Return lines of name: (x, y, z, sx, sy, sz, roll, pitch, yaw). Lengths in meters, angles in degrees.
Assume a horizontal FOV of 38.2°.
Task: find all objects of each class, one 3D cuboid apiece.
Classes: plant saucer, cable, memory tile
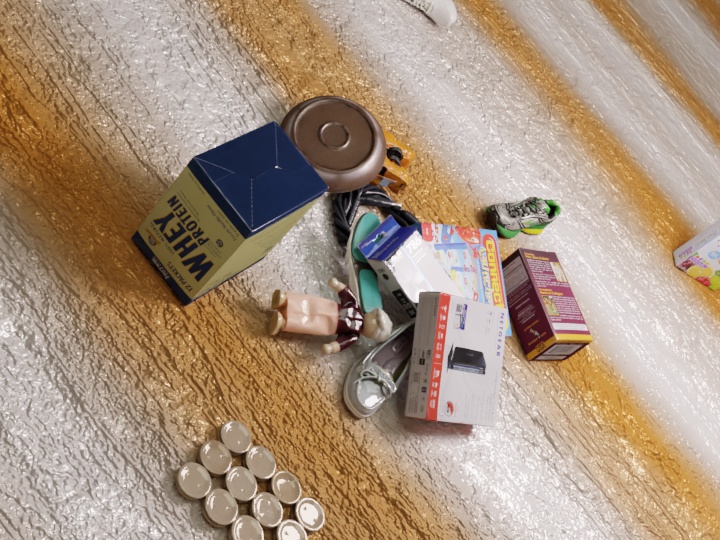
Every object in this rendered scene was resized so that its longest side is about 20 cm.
plant saucer: (-0.048, -0.233, 1.851, 0.197, 0.032, 0.203, 4, 65, -9)
cable: (0.024, -0.086, 1.852, 0.164, 0.051, 0.199, 53, 40, 6)
memory tile: (-0.146, 0.307, 1.403, 0.200, 0.017, 0.153, 46, 39, -1)

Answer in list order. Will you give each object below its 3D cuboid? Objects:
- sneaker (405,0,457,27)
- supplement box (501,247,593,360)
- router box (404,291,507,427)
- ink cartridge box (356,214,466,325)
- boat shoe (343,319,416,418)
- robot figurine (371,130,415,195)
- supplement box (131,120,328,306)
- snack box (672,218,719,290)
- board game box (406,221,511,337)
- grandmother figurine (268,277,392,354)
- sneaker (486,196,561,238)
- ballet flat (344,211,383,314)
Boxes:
sneaker: (0.139, -0.629, 2.397, 0.200, 0.071, 0.080, 47, 48, 9)
supplement box: (0.347, 0.065, 1.994, 0.109, 0.086, 0.202, 5, 56, -39)
router box: (0.159, 0.146, 1.696, 0.178, 0.049, 0.203, 13, 81, -44)
ink cartridge box: (0.089, 0.008, 1.727, 0.201, 0.039, 0.099, 52, 57, -9)
boat shoe: (0.040, 0.151, 1.654, 0.074, 0.065, 0.202, 45, 48, -2)
robot figurine: (0.005, -0.226, 1.934, 0.198, 0.058, 0.146, 28, 43, -13)
supplement box: (-0.192, -0.085, 1.536, 0.135, 0.200, 0.200, 50, 39, 4)
snack box: (0.865, -0.048, 2.469, 0.141, 0.200, 0.053, 27, 44, -23)
board game box: (0.171, 0.023, 1.848, 0.194, 0.056, 0.203, 3, 74, -40)
grandmother figurine: (-0.041, 0.073, 1.624, 0.198, 0.060, 0.123, 12, 80, -21)
sneaker: (0.334, -0.121, 2.136, 0.199, 0.085, 0.079, -9, 65, -45)
ballet flat: (0.000, 0.000, 1.736, 0.069, 0.069, 0.202, 16, 60, -32)
